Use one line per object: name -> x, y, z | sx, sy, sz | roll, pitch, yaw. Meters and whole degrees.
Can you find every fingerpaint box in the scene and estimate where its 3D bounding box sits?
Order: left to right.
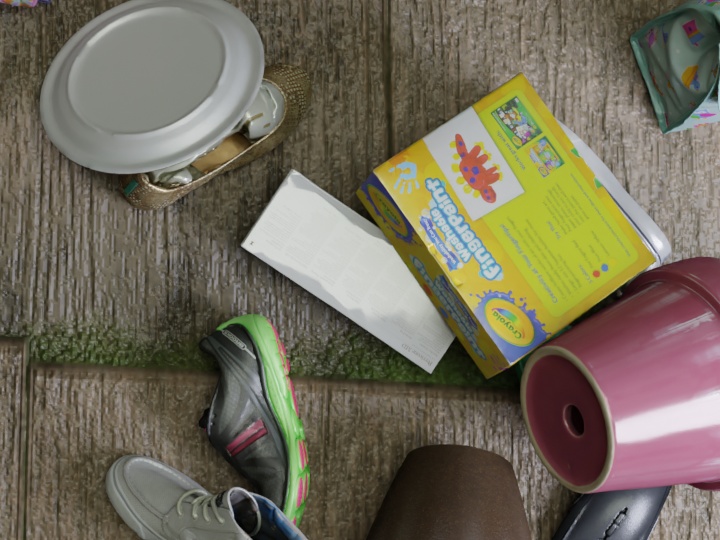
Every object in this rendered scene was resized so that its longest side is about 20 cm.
fingerpaint box -> 0.122, -0.038, 1.694 | 0.167, 0.073, 0.200 | -35, 87, -18

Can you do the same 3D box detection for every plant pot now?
plant pot -> 0.072, 0.254, 1.660 | 0.187, 0.187, 0.200 | 11, 64, -9
plant pot -> 0.243, 0.102, 1.675 | 0.179, 0.200, 0.200 | -15, 84, -28

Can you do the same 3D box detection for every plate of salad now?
plate of salad -> -0.177, -0.157, 1.703 | 0.200, 0.048, 0.200 | -7, 53, 10

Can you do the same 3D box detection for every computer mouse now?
computer mouse -> 0.234, 0.249, 1.746 | 0.140, 0.046, 0.200 | 41, 76, -1

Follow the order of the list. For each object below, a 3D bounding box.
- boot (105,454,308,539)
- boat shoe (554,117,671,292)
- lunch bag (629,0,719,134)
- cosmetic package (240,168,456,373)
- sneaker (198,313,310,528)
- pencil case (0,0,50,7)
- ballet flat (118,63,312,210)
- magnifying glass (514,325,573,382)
boot -> -0.119, 0.200, 1.637 | 0.200, 0.096, 0.074 | 36, 46, 10
boat shoe -> 0.188, -0.063, 1.779 | 0.200, 0.071, 0.070 | 47, 73, -8
lunch bag -> 0.357, -0.206, 1.766 | 0.170, 0.200, 0.122 | -16, 84, -14
cosmetic package -> 0.000, 0.000, 1.732 | 0.200, 0.051, 0.083 | 35, 89, -4
sneaker -> -0.092, 0.140, 1.695 | 0.084, 0.077, 0.200 | -13, 80, 5
pencil case -> -0.356, -0.288, 1.700 | 0.200, 0.087, 0.087 | 13, 79, -10
ballet flat -> -0.120, -0.118, 1.726 | 0.200, 0.065, 0.071 | -38, 89, -15
magnifying glass -> 0.145, 0.050, 1.774 | 0.080, 0.022, 0.200 | -43, 90, -14
